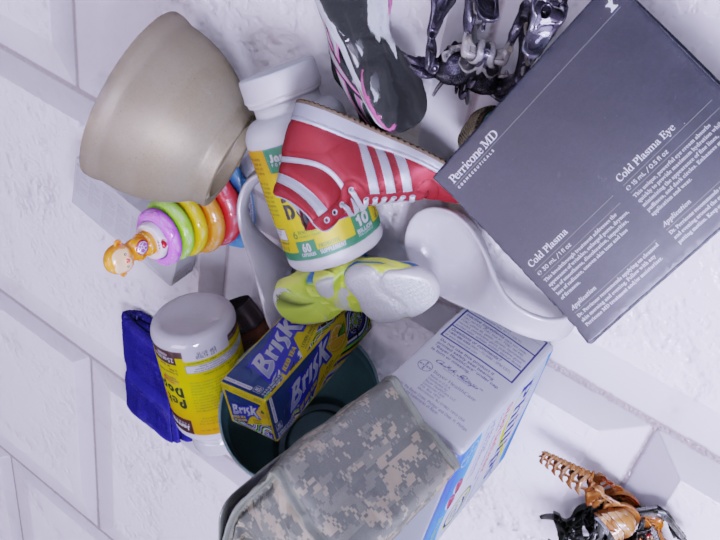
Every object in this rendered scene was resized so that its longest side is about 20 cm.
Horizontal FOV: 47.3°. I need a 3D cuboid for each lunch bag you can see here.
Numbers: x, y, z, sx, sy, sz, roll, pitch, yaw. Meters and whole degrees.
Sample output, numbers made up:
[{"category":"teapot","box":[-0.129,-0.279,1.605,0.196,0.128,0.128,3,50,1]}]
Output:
[{"category":"lunch bag","box":[-0.034,0.207,0.726,0.118,0.163,0.201,50,137,11]}]

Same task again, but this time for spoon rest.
[{"category":"spoon rest","box":[-0.110,-0.026,0.974,0.059,0.100,0.205,-1,111,5]},{"category":"spoon rest","box":[0.126,0.008,0.831,0.198,0.060,0.101,32,131,18]}]

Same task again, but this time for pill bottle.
[{"category":"pill bottle","box":[-0.055,-0.113,0.863,0.111,0.112,0.204,-3,114,39]},{"category":"pill bottle","box":[-0.197,0.137,1.054,0.107,0.109,0.204,15,129,30]}]

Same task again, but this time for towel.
[{"category":"towel","box":[-0.322,0.171,1.292,0.146,0.049,0.203,27,130,22]}]

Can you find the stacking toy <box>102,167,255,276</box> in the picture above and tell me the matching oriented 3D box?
[{"category":"stacking toy","box":[-0.225,-0.051,0.974,0.108,0.199,0.118,16,125,29]}]

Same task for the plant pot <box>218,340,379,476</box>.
[{"category":"plant pot","box":[-0.063,0.191,1.018,0.197,0.202,0.135,24,154,24]}]

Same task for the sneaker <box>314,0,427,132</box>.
[{"category":"sneaker","box":[-0.009,-0.223,0.789,0.086,0.079,0.204,-4,104,67]}]

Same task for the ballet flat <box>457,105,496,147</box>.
[{"category":"ballet flat","box":[0.157,-0.059,0.772,0.202,0.067,0.075,56,156,0]}]

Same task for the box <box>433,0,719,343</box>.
[{"category":"box","box":[0.193,-0.086,0.650,0.182,0.104,0.200,46,114,4]}]

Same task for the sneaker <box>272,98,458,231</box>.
[{"category":"sneaker","box":[0.011,-0.075,0.794,0.196,0.071,0.115,21,91,-13]}]

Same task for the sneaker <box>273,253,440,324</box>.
[{"category":"sneaker","box":[0.000,0.000,0.903,0.196,0.106,0.077,-4,127,24]}]

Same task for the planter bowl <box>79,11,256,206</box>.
[{"category":"planter bowl","box":[-0.194,-0.157,0.904,0.133,0.202,0.201,31,134,-3]}]

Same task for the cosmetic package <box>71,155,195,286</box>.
[{"category":"cosmetic package","box":[-0.308,-0.076,1.129,0.199,0.051,0.083,38,135,13]}]

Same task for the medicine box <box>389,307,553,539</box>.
[{"category":"medicine box","box":[0.091,0.161,0.853,0.102,0.199,0.185,33,132,22]}]

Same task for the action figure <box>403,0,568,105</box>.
[{"category":"action figure","box":[0.108,-0.203,0.690,0.117,0.104,0.200,20,174,-6]}]

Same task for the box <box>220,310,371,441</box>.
[{"category":"box","box":[-0.067,0.093,0.933,0.069,0.200,0.065,15,134,29]}]

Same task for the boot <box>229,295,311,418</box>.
[{"category":"boot","box":[-0.163,0.138,1.154,0.186,0.069,0.202,-16,113,35]}]

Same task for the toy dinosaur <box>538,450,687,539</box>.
[{"category":"toy dinosaur","box":[0.265,0.275,0.883,0.136,0.101,0.202,-42,69,30]}]
